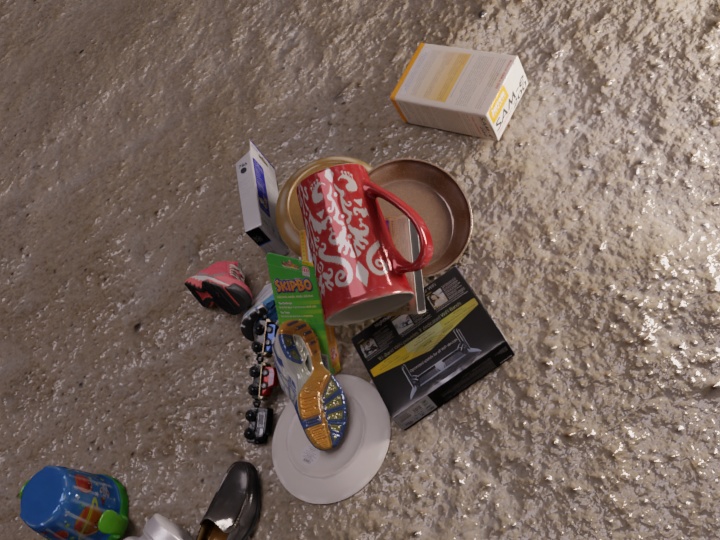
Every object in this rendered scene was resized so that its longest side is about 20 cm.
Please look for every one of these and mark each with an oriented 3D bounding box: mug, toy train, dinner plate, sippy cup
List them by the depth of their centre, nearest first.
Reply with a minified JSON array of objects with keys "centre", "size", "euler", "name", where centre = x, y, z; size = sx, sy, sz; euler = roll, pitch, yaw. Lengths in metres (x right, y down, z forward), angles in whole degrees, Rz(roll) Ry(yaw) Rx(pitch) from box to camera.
[{"centre":[0.005,-0.045,1.262],"size":[0.175,0.134,0.203],"euler":[-18,76,0],"name":"mug"},{"centre":[-0.049,0.246,1.325],"size":[0.198,0.024,0.203],"euler":[-14,57,21],"name":"dinner plate"},{"centre":[-0.151,0.170,1.391],"size":[0.045,0.034,0.203],"euler":[0,77,15],"name":"toy train"},{"centre":[-0.459,0.372,1.395],"size":[0.176,0.130,0.141],"euler":[-25,52,13],"name":"sippy cup"}]

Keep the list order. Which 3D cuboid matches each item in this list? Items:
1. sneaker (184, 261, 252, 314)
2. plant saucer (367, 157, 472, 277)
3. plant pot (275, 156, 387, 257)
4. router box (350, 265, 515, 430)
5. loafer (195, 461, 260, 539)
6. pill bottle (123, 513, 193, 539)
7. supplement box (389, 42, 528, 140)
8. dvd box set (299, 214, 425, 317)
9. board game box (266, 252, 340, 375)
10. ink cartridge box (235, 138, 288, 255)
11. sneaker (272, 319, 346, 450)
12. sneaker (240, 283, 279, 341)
[{"centre":[-0.228,0.015,1.501],"size":[0.087,0.074,0.199],"euler":[-47,27,-21],"name":"sneaker"},{"centre":[0.077,-0.079,1.402],"size":[0.197,0.037,0.203],"euler":[2,71,-4],"name":"plant saucer"},{"centre":[-0.043,-0.105,1.447],"size":[0.197,0.028,0.203],"euler":[-1,66,2],"name":"plant pot"},{"centre":[0.103,0.113,1.306],"size":[0.199,0.052,0.158],"euler":[-34,51,5],"name":"router box"},{"centre":[-0.200,0.373,1.296],"size":[0.072,0.072,0.202],"euler":[-4,59,27],"name":"loafer"},{"centre":[-0.329,0.461,1.286],"size":[0.111,0.112,0.201],"euler":[30,77,37],"name":"pill bottle"},{"centre":[0.167,-0.307,1.511],"size":[0.198,0.074,0.127],"euler":[19,71,35],"name":"supplement box"},{"centre":[0.000,0.000,1.341],"size":[0.198,0.029,0.149],"euler":[-8,87,32],"name":"dvd box set"},{"centre":[-0.087,0.065,1.354],"size":[0.095,0.202,0.030],"euler":[13,37,33],"name":"board game box"},{"centre":[-0.177,-0.127,1.568],"size":[0.039,0.100,0.202],"euler":[-22,53,15],"name":"ink cartridge box"},{"centre":[-0.079,0.177,1.332],"size":[0.074,0.088,0.202],"euler":[-9,69,-25],"name":"sneaker"},{"centre":[-0.115,0.033,1.461],"size":[0.198,0.075,0.087],"euler":[-28,32,1],"name":"sneaker"}]
